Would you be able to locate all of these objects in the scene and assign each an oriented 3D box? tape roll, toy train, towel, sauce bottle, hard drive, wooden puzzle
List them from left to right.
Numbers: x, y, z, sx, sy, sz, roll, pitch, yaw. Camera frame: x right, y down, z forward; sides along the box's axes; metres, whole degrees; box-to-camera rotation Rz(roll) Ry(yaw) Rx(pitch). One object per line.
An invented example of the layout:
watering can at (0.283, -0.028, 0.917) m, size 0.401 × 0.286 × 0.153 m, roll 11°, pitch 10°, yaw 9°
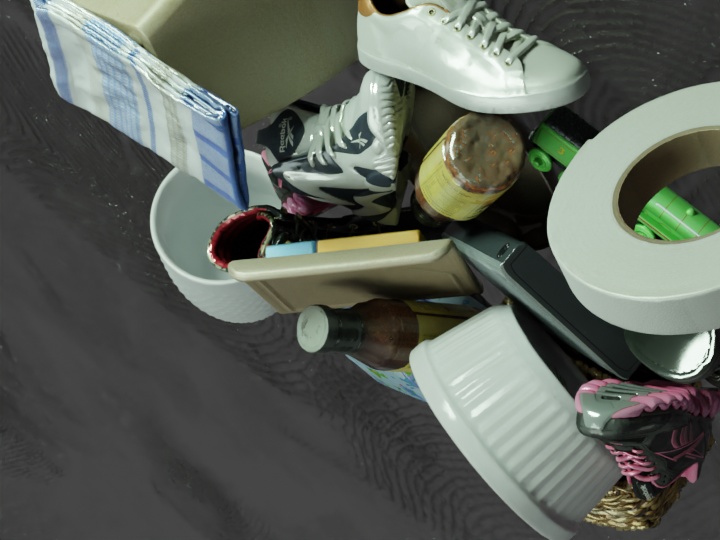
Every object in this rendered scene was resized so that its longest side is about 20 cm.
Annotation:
towel at (-0.173, -0.132, 1.545) m, size 0.200 × 0.024 × 0.147 m, roll 33°, pitch 157°, yaw 17°
wooden puzzle at (0.000, 0.000, 1.652) m, size 0.184 × 0.037 × 0.200 m, roll -5°, pitch 170°, yaw 11°
sauce bottle at (0.031, 0.055, 1.690) m, size 0.200 × 0.066 × 0.066 m, roll 8°, pitch -175°, yaw -42°
sauce bottle at (0.079, -0.074, 1.550) m, size 0.066 × 0.066 × 0.200 m, roll 42°, pitch 168°, yaw -1°
hard drive at (0.146, 0.017, 1.596) m, size 0.139 × 0.033 × 0.200 m, roll 40°, pitch 180°, yaw -13°
toy train at (0.213, -0.055, 1.495) m, size 0.200 × 0.042 × 0.056 m, roll 37°, pitch 148°, yaw 11°
tape roll at (0.220, -0.044, 1.277) m, size 0.202 × 0.203 × 0.037 m, roll 20°, pitch 151°, yaw 44°

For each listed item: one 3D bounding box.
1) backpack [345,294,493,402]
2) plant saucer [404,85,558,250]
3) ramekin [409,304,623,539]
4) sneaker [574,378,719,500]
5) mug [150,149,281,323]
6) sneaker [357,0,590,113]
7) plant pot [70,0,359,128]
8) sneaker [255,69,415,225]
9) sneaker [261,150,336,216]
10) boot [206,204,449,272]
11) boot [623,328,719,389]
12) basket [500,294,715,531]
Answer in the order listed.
backpack at (0.046, 0.050, 1.866) m, size 0.199 × 0.154 × 0.163 m, roll 5°, pitch 150°, yaw 37°
plant saucer at (0.093, -0.098, 1.629) m, size 0.200 × 0.032 × 0.200 m, roll 36°, pitch 158°, yaw 17°
ramekin at (0.139, 0.118, 1.615) m, size 0.202 × 0.094 × 0.202 m, roll 49°, pitch -170°, yaw -12°
sneaker at (0.226, 0.134, 1.537) m, size 0.079 × 0.096 × 0.200 m, roll 12°, pitch -177°, yaw 34°
mug at (-0.101, -0.020, 1.993) m, size 0.199 × 0.148 × 0.175 m, roll 6°, pitch 159°, yaw 8°
sneaker at (0.077, -0.174, 1.454) m, size 0.199 × 0.073 × 0.085 m, roll 18°, pitch 132°, yaw 30°
plant pot at (-0.139, -0.219, 1.596) m, size 0.199 × 0.177 × 0.200 m, roll 25°, pitch 154°, yaw 37°
sneaker at (-0.025, -0.110, 1.608) m, size 0.129 × 0.080 × 0.199 m, roll 11°, pitch 161°, yaw 6°
sneaker at (-0.045, -0.111, 1.785) m, size 0.096 × 0.079 × 0.200 m, roll 62°, pitch 155°, yaw 8°
boot at (-0.019, -0.023, 1.742) m, size 0.203 × 0.074 × 0.154 m, roll -15°, pitch 162°, yaw 31°
boot at (0.268, 0.060, 1.503) m, size 0.174 × 0.069 × 0.200 m, roll 37°, pitch -169°, yaw -28°
basket at (0.191, 0.122, 1.727) m, size 0.200 × 0.143 × 0.149 m, roll 27°, pitch 155°, yaw 33°
